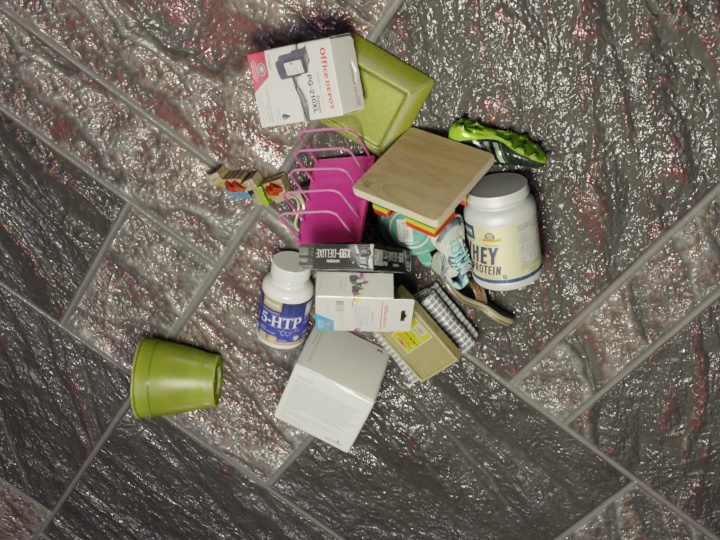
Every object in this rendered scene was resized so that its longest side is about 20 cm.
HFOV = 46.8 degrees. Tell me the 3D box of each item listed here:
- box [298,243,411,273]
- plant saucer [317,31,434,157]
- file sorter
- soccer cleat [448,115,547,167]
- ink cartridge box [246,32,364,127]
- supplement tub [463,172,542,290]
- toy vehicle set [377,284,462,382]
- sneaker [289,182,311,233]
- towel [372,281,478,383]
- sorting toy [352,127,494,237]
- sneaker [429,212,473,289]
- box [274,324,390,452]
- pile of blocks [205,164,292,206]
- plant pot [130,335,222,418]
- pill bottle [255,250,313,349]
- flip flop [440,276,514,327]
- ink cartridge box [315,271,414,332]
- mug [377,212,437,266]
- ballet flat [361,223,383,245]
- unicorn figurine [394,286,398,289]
[{"bbox_3d":[-0.007,-0.023,1.620,0.156,0.200,0.050,1,88,24],"label":"box"},{"bbox_3d":[0.013,-0.333,1.644,0.199,0.048,0.201,29,122,-1],"label":"plant saucer"},{"bbox_3d":[-0.067,-0.166,1.642,0.138,0.202,0.126,-1,153,24],"label":"file sorter"},{"bbox_3d":[0.265,-0.235,1.625,0.198,0.068,0.082,22,133,10],"label":"soccer cleat"},{"bbox_3d":[-0.105,-0.364,1.600,0.198,0.084,0.146,-2,107,32],"label":"ink cartridge box"},{"bbox_3d":[0.282,-0.078,1.655,0.143,0.145,0.202,-4,117,18],"label":"supplement tub"},{"bbox_3d":[0.111,0.138,1.789,0.200,0.027,0.124,49,131,-5],"label":"toy vehicle set"},{"bbox_3d":[-0.093,-0.091,1.795,0.079,0.078,0.202,-12,104,16],"label":"sneaker"},{"bbox_3d":[0.139,0.144,1.855,0.199,0.086,0.166,-36,103,29],"label":"towel"},{"bbox_3d":[0.124,-0.165,1.596,0.199,0.199,0.070,25,148,32],"label":"sorting toy"},{"bbox_3d":[0.192,-0.035,1.651,0.087,0.077,0.201,51,167,28],"label":"sneaker"},{"bbox_3d":[-0.062,0.261,1.910,0.198,0.199,0.172,26,122,0],"label":"box"},{"bbox_3d":[-0.246,-0.173,1.799,0.198,0.062,0.083,9,121,11],"label":"pile of blocks"},{"bbox_3d":[-0.442,0.267,2.042,0.191,0.201,0.202,3,120,0],"label":"plant pot"},{"bbox_3d":[-0.168,0.064,1.877,0.118,0.120,0.202,15,122,7],"label":"pill bottle"},{"bbox_3d":[0.253,0.051,1.781,0.199,0.081,0.058,32,105,-5],"label":"flip flop"},{"bbox_3d":[0.007,0.065,1.698,0.197,0.068,0.116,2,141,-2],"label":"ink cartridge box"},{"bbox_3d":[0.123,-0.099,1.705,0.184,0.115,0.152,38,121,-7],"label":"mug"},{"bbox_3d":[0.000,0.000,1.766,0.071,0.072,0.202,16,103,7],"label":"ballet flat"},{"bbox_3d":[0.024,0.034,1.842,0.199,0.074,0.138,-21,113,42],"label":"unicorn figurine"}]
